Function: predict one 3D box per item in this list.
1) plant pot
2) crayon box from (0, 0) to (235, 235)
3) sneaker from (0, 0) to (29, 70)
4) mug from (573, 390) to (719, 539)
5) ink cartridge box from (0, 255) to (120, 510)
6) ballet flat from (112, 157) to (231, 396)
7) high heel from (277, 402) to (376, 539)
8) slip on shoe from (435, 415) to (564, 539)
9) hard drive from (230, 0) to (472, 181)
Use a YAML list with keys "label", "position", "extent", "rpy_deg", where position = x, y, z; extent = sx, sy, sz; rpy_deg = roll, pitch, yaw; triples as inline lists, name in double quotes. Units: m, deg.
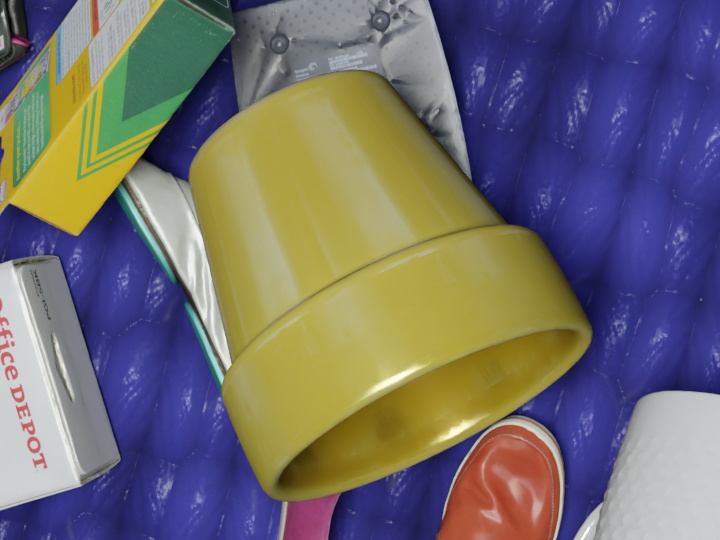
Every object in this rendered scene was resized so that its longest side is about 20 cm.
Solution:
- label: "plant pot"
  position: [0.000, 0.000, 0.990]
  extent: [0.201, 0.201, 0.189]
  rpy_deg: [-29, 73, 11]
- label: "crayon box"
  position: [-0.155, -0.113, 1.067]
  extent: [0.052, 0.126, 0.200]
  rpy_deg: [28, 118, -28]
- label: "sneaker"
  position: [-0.258, -0.146, 1.128]
  extent: [0.086, 0.080, 0.200]
  rpy_deg: [30, 104, -2]
- label: "mug"
  position: [0.184, 0.177, 1.010]
  extent: [0.148, 0.200, 0.176]
  rpy_deg: [30, 70, -28]
- label: "ink cartridge box"
  position: [-0.272, 0.088, 1.136]
  extent: [0.200, 0.083, 0.147]
  rpy_deg: [-17, 90, 12]
- label: "ballet flat"
  position: [-0.092, 0.001, 1.114]
  extent: [0.069, 0.069, 0.200]
  rpy_deg: [-28, 91, 11]
- label: "high heel"
  position: [-0.013, 0.159, 1.103]
  extent: [0.096, 0.067, 0.200]
  rpy_deg: [35, 93, -4]
- label: "slip on shoe"
  position: [0.070, 0.185, 1.087]
  extent: [0.074, 0.061, 0.200]
  rpy_deg: [24, 96, 11]
- label: "hard drive"
  position: [0.000, -0.073, 1.096]
  extent: [0.135, 0.042, 0.200]
  rpy_deg: [-12, 91, 12]
